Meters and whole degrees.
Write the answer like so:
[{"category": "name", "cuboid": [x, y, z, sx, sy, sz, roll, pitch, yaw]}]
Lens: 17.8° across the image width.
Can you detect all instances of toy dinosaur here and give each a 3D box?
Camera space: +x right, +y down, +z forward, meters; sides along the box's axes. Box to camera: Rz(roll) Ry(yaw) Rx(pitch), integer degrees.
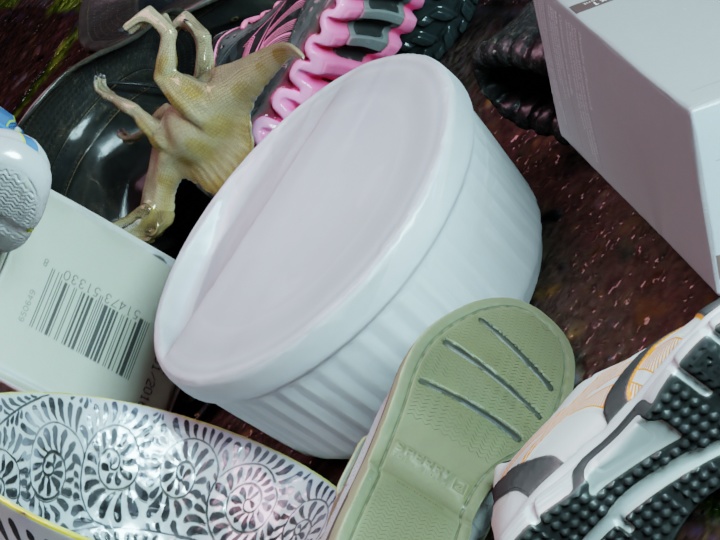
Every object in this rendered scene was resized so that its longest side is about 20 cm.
[{"category": "toy dinosaur", "cuboid": [-0.084, -0.092, 1.228, 0.058, 0.101, 0.200, -21, -18, -45]}]

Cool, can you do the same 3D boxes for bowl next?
[{"category": "bowl", "cuboid": [-0.102, 0.135, 1.032, 0.201, 0.199, 0.095, -134, 59, -64]}]

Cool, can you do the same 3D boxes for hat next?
[{"category": "hat", "cuboid": [-0.135, -0.055, 1.391, 0.201, 0.081, 0.201, -47, -18, -20]}, {"category": "hat", "cuboid": [-0.085, -0.184, 1.503, 0.200, 0.081, 0.201, -27, 30, 17]}]

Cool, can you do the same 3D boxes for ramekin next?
[{"category": "ramekin", "cuboid": [0.000, 0.000, 1.115, 0.202, 0.094, 0.203, -36, 29, 24]}]

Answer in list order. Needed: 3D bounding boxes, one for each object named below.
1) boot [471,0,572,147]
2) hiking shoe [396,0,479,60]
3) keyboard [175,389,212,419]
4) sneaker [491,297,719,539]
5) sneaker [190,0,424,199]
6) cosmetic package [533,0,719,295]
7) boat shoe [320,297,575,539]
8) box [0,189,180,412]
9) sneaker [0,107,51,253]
[{"category": "boot", "cuboid": [0.105, -0.139, 1.158, 0.158, 0.079, 0.211, -56, 27, -15]}, {"category": "hiking shoe", "cuboid": [-0.010, -0.143, 1.349, 0.199, 0.074, 0.087, -33, 30, 30]}, {"category": "keyboard", "cuboid": [-0.051, 0.011, 1.267, 0.200, 0.021, 0.128, -37, 28, 24]}, {"category": "sneaker", "cuboid": [0.120, 0.050, 0.884, 0.200, 0.074, 0.080, -40, 25, 16]}, {"category": "sneaker", "cuboid": [-0.040, -0.122, 1.265, 0.095, 0.079, 0.201, 37, 98, 30]}, {"category": "cosmetic package", "cuboid": [0.152, -0.074, 0.952, 0.106, 0.091, 0.200, -18, 23, -9]}, {"category": "boat shoe", "cuboid": [0.026, 0.088, 0.968, 0.200, 0.075, 0.068, -51, -1, -44]}, {"category": "box", "cuboid": [-0.194, 0.041, 1.296, 0.200, 0.127, 0.110, -17, 49, 56]}, {"category": "sneaker", "cuboid": [-0.206, -0.060, 1.190, 0.200, 0.075, 0.106, -22, 43, 53]}]
